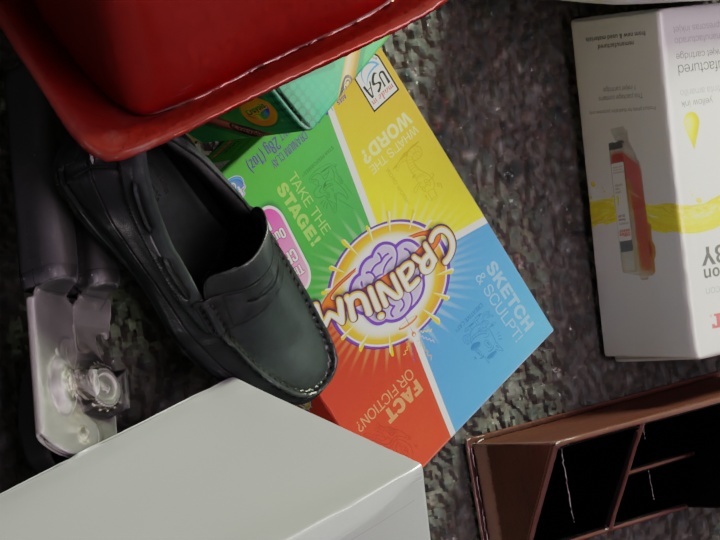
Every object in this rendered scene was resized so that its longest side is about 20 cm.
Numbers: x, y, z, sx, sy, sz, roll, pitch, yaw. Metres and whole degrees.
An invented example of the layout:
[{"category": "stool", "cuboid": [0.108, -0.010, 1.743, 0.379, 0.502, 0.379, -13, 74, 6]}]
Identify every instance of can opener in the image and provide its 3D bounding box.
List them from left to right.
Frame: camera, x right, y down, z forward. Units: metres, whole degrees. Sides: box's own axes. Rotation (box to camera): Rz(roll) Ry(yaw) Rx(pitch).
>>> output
[{"category": "can opener", "cuboid": [-0.156, -0.001, 1.371, 0.053, 0.067, 0.201, 10, 68, -46]}]

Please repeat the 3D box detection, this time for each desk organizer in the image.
[{"category": "desk organizer", "cuboid": [0.163, 0.110, 1.578, 0.199, 0.077, 0.072, -12, 94, -36]}]

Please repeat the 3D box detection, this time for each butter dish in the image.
[{"category": "butter dish", "cuboid": [-0.083, -0.180, 1.298, 0.199, 0.200, 0.148, -26, 135, -11]}]

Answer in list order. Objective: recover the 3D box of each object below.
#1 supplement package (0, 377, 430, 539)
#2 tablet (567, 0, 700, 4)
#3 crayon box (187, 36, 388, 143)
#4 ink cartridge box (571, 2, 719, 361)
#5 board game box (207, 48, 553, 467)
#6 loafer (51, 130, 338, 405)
[{"category": "supplement package", "cuboid": [-0.074, 0.193, 1.323, 0.191, 0.147, 0.201, -26, 121, -35]}, {"category": "tablet", "cuboid": [0.174, -0.163, 1.572, 0.199, 0.130, 0.014, -8, 103, -36]}, {"category": "crayon box", "cuboid": [-0.021, -0.154, 1.433, 0.058, 0.118, 0.200, 51, 60, -24]}, {"category": "ink cartridge box", "cuboid": [0.210, -0.055, 1.615, 0.145, 0.083, 0.201, -9, 95, -35]}, {"category": "board game box", "cuboid": [0.000, 0.000, 1.488, 0.153, 0.040, 0.201, -44, 112, -30]}, {"category": "loafer", "cuboid": [-0.070, -0.002, 1.361, 0.201, 0.070, 0.068, 49, 57, -32]}]
